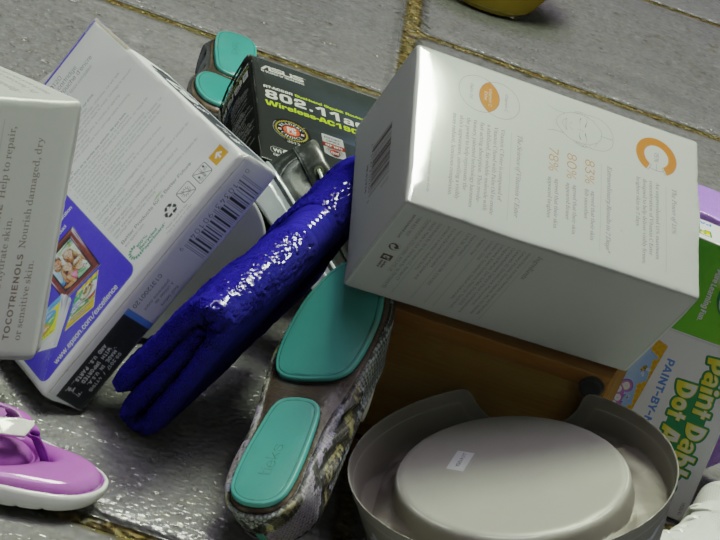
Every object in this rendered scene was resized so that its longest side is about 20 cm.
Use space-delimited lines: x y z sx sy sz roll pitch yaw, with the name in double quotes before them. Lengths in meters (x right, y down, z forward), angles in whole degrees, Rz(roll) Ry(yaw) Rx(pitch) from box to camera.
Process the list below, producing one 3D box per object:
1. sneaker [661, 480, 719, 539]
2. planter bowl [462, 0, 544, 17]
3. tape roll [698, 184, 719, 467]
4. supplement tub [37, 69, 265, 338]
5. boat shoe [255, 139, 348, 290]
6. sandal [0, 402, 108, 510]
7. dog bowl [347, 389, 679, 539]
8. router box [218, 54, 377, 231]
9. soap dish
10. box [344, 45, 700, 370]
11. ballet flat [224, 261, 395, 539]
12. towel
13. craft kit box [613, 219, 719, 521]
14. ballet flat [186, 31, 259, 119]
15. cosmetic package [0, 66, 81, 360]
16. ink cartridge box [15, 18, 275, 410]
"sneaker" 0.200 0.175 1.548 0.115 0.074 0.200 22 22 -4
"planter bowl" 0.156 -0.345 2.772 0.200 0.084 0.201 18 22 -7
"tape roll" 0.209 0.040 1.709 0.199 0.201 0.066 22 20 6
"supplement tub" -0.161 -0.054 1.702 0.131 0.132 0.200 7 24 -31
"boat shoe" 0.000 0.000 1.677 0.200 0.071 0.072 55 1 -7
"sandal" -0.240 0.085 1.401 0.202 0.050 0.083 20 21 0
"dog bowl" 0.092 0.142 1.470 0.199 0.059 0.200 -2 26 1
"router box" -0.002 -0.070 1.794 0.199 0.062 0.150 18 30 -19
"soap dish" 0.070 0.069 1.592 0.199 0.158 0.081 18 37 -4
"box" 0.101 -0.037 1.504 0.199 0.098 0.125 18 53 -17
"ballet flat" -0.027 0.085 1.481 0.072 0.072 0.201 22 56 5
"towel" -0.071 0.009 1.537 0.050 0.148 0.200 42 45 4
"craft kit box" 0.166 0.046 1.659 0.197 0.201 0.049 20 21 3
"ballet flat" -0.116 -0.141 2.044 0.073 0.073 0.200 18 22 -7
"cosmetic package" -0.306 -0.049 1.470 0.199 0.167 0.167 3 15 -39
"ink cartridge box" -0.175 -0.039 1.570 0.043 0.198 0.200 36 6 -47
